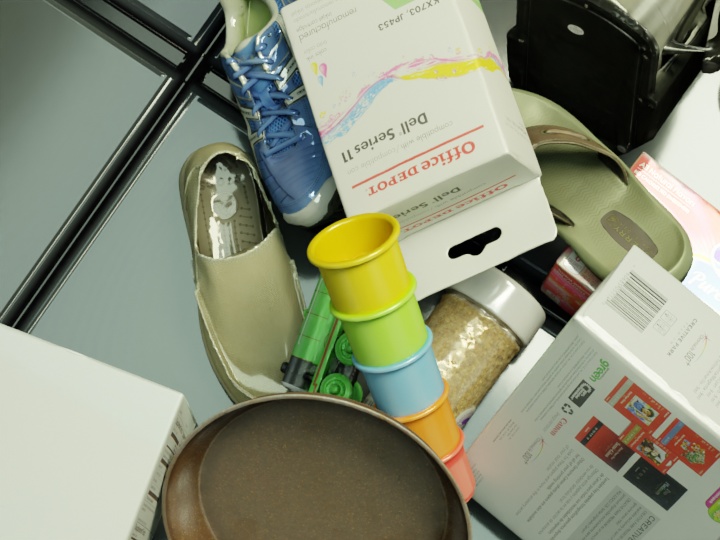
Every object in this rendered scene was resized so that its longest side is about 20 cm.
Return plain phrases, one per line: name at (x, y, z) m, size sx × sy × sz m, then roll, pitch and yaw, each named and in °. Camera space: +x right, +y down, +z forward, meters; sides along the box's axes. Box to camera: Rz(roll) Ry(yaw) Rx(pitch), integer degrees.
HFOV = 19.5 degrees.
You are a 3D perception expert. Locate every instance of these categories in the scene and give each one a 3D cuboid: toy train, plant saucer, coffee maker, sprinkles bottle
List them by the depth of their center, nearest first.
plant saucer at (-0.026, 0.153, 1.325) m, size 0.199 × 0.035 × 0.201 m, roll 6°, pitch 122°, yaw 9°
toy train at (0.000, 0.000, 1.377) m, size 0.056 × 0.042 × 0.201 m, roll 20°, pitch 86°, yaw 16°
sprinkles bottle at (0.041, 0.089, 1.397) m, size 0.068 × 0.068 × 0.200 m, roll 36°, pitch 81°, yaw 6°
coffee maker at (0.192, -0.189, 1.419) m, size 0.135 × 0.192 × 0.200 m, roll 41°, pitch 63°, yaw 0°

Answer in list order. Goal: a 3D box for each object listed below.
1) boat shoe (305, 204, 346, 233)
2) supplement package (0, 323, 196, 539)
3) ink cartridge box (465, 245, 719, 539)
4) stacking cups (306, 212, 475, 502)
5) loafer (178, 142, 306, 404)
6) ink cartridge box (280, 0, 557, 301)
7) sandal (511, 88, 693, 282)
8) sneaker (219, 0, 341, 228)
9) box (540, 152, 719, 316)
boat shoe at (0.056, -0.050, 1.429) m, size 0.199 × 0.069 × 0.057 m, roll 2°, pitch 83°, yaw 5°
supplement package at (-0.211, 0.155, 1.335) m, size 0.151 × 0.151 × 0.201 m, roll 20°, pitch 79°, yaw 3°
ink cartridge box at (0.178, 0.115, 1.323) m, size 0.175 × 0.200 × 0.084 m, roll 40°, pitch 49°, yaw 6°
stacking cups at (0.022, 0.062, 1.311) m, size 0.060 × 0.061 × 0.201 m, roll -22°, pitch 120°, yaw -6°
loafer at (-0.080, 0.005, 1.409) m, size 0.075 × 0.068 × 0.201 m, roll -18°, pitch 80°, yaw -5°
ink cartridge box at (0.037, -0.095, 1.325) m, size 0.117 × 0.067 × 0.201 m, roll -25°, pitch 69°, yaw 17°
sandal at (0.134, -0.061, 1.347) m, size 0.201 × 0.057 × 0.080 m, roll 38°, pitch 81°, yaw 28°
sneaker at (-0.058, -0.116, 1.402) m, size 0.076 × 0.077 × 0.201 m, roll -33°, pitch 54°, yaw 27°
box at (0.232, 0.027, 1.399) m, size 0.200 × 0.095 × 0.103 m, roll 39°, pitch 80°, yaw 6°
